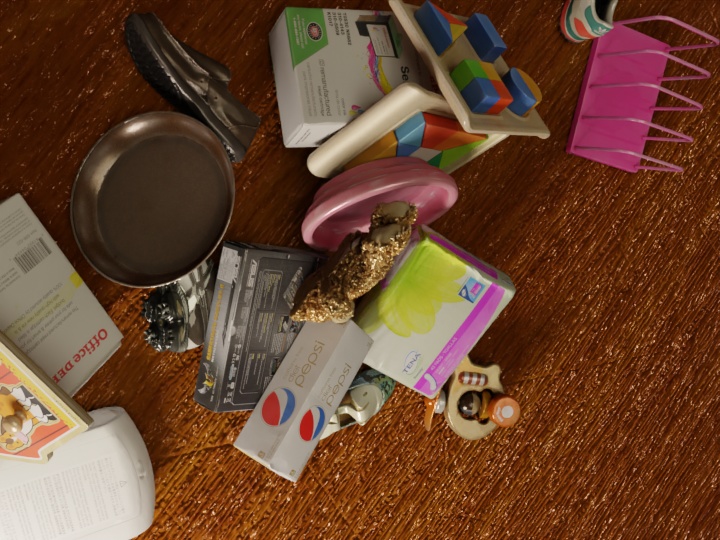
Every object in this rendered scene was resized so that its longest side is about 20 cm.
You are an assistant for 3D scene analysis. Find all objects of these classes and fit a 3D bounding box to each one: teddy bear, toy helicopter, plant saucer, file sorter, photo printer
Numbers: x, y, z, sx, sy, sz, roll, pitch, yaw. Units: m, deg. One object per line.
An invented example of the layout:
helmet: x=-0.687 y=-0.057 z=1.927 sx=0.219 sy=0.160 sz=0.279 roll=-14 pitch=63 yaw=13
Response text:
teddy bear: x=0.000 y=0.000 z=0.890 sx=0.067 sy=0.145 sz=0.200 roll=35 pitch=108 yaw=-17
toy helicopter: x=0.139 y=0.152 z=1.121 sx=0.132 sy=0.079 sz=0.201 roll=-21 pitch=98 yaw=-10
plant saucer: x=0.020 y=-0.084 z=0.956 sx=0.200 sy=0.201 sz=0.051 roll=-11 pitch=73 yaw=-22
plant saucer: x=-0.229 y=-0.078 z=0.863 sx=0.199 sy=0.032 sz=0.201 roll=-2 pitch=80 yaw=12
file sorter: x=0.416 y=-0.253 z=1.124 sx=0.138 sy=0.125 sz=0.201 roll=11 pitch=95 yaw=-26
photo printer: x=-0.347 y=0.258 z=0.907 sx=0.199 sy=0.069 sz=0.167 roll=-16 pitch=106 yaw=-22

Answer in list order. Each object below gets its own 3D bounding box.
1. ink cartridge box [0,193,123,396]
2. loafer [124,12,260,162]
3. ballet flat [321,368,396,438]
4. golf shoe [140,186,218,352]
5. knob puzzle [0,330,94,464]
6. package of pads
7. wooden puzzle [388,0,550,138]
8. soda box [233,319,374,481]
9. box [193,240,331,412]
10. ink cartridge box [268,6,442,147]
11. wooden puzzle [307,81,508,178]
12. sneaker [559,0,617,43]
ink cartridge box: x=-0.370 y=0.045 z=0.812 sx=0.201 sy=0.083 sz=0.145 roll=61 pitch=37 yaw=-21
loafer: x=-0.190 y=-0.219 z=0.893 sx=0.071 sy=0.073 sz=0.200 roll=-50 pitch=121 yaw=-20
ballet flat: x=-0.028 y=0.193 z=1.042 sx=0.199 sy=0.074 sz=0.075 roll=-22 pitch=108 yaw=-19
golf shoe: x=-0.211 y=-0.004 z=0.927 sx=0.094 sy=0.078 sz=0.201 roll=-4 pitch=100 yaw=-47
knob puzzle: x=-0.385 y=0.128 z=0.761 sx=0.220 sy=0.219 sz=0.030 roll=59 pitch=32 yaw=-22
package of pads: x=0.083 y=0.055 z=1.021 sx=0.154 sy=0.068 sz=0.200 roll=30 pitch=108 yaw=-14
wooden puzzle: x=0.140 y=-0.242 z=0.903 sx=0.200 sy=0.046 sz=0.186 roll=-5 pitch=62 yaw=-50
soda box: x=-0.067 y=0.149 z=0.947 sx=0.201 sy=0.068 sz=0.064 roll=-60 pitch=139 yaw=-14
box: x=-0.114 y=0.070 z=0.959 sx=0.158 sy=0.048 sz=0.201 roll=5 pitch=99 yaw=-48
ink cartridge box: x=0.001 y=-0.234 z=0.940 sx=0.199 sy=0.084 sz=0.146 roll=-6 pitch=83 yaw=-23
wooden puzzle: x=0.064 y=-0.147 z=0.934 sx=0.199 sy=0.185 sz=0.037 roll=6 pitch=62 yaw=-46
sneaker: x=0.344 y=-0.422 z=1.076 sx=0.070 sy=0.093 sz=0.201 roll=9 pitch=97 yaw=-26
